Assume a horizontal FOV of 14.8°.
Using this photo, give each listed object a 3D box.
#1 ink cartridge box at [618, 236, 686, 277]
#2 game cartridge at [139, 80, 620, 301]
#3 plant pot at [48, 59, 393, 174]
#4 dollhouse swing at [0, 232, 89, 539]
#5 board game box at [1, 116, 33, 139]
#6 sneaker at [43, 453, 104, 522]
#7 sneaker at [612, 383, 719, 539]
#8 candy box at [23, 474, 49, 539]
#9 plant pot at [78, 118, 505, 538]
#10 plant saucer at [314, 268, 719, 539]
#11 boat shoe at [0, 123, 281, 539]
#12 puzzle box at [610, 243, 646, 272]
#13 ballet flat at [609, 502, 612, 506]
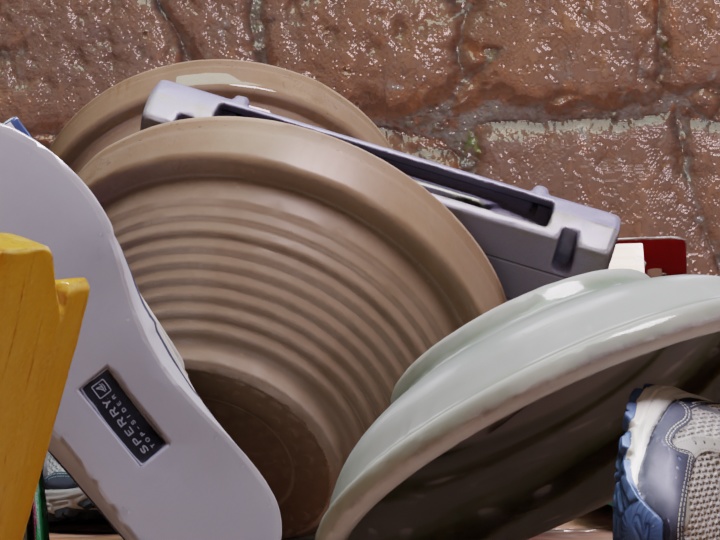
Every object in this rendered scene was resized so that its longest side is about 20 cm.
[{"bbox_3d":[0.106,0.042,1.621,0.175,0.084,0.200,-4,-12,7],"label":"ink cartridge box"},{"bbox_3d":[0.000,0.000,1.165,0.200,0.038,0.130,17,-41,5],"label":"game cartridge"},{"bbox_3d":[-0.070,0.001,1.412,0.200,0.201,0.093,-3,37,-1],"label":"plant pot"},{"bbox_3d":[-0.214,0.055,0.804,0.175,0.182,0.200,19,9,19],"label":"dollhouse swing"},{"bbox_3d":[-0.214,0.006,1.213,0.135,0.034,0.200,-37,2,-23],"label":"board game box"},{"bbox_3d":[-0.134,0.076,1.354,0.077,0.087,0.200,-4,1,-20],"label":"sneaker"},{"bbox_3d":[0.146,0.077,0.953,0.085,0.077,0.200,2,3,26],"label":"sneaker"},{"bbox_3d":[-0.212,0.089,1.089,0.169,0.077,0.200,-4,2,-3],"label":"candy box"},{"bbox_3d":[-0.045,0.043,1.125,0.200,0.201,0.093,-2,40,21],"label":"plant pot"},{"bbox_3d":[0.068,0.046,1.003,0.200,0.050,0.200,-23,-19,-8],"label":"plant saucer"},{"bbox_3d":[-0.100,0.035,1.029,0.071,0.200,0.070,-37,1,-12],"label":"boat shoe"},{"bbox_3d":[0.085,0.048,1.468,0.133,0.025,0.200,-3,-30,4],"label":"puzzle box"},{"bbox_3d":[0.124,0.075,1.242,0.068,0.069,0.200,-2,1,-17],"label":"ballet flat"}]
